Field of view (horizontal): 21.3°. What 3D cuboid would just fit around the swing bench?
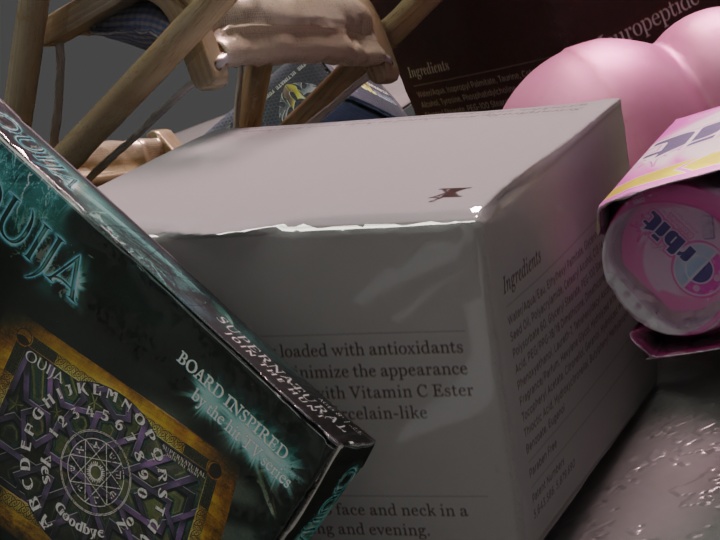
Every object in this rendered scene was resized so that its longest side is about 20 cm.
[{"bbox_3d":[-0.085,-0.097,0.950,0.199,0.130,0.200,-14,-42,-55],"label":"swing bench"}]

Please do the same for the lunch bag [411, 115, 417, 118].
[{"bbox_3d":[0.040,-0.044,1.220,0.200,0.083,0.161,-29,16,-24],"label":"lunch bag"}]

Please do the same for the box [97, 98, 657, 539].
[{"bbox_3d":[-0.004,0.018,0.771,0.199,0.131,0.200,-2,16,24],"label":"box"}]

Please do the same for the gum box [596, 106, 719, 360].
[{"bbox_3d":[0.189,-0.035,0.687,0.200,0.066,0.113,-16,11,29],"label":"gum box"}]

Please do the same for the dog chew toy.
[{"bbox_3d":[0.164,-0.064,0.888,0.200,0.125,0.125,-23,12,-5],"label":"dog chew toy"}]

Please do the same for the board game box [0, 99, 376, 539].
[{"bbox_3d":[-0.104,0.049,0.679,0.135,0.200,0.028,-55,-22,17],"label":"board game box"}]

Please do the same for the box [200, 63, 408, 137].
[{"bbox_3d":[-0.070,-0.059,1.288,0.200,0.051,0.158,-40,-15,11],"label":"box"}]

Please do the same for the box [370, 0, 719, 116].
[{"bbox_3d":[0.122,-0.143,1.038,0.166,0.200,0.164,-29,13,-26],"label":"box"}]
